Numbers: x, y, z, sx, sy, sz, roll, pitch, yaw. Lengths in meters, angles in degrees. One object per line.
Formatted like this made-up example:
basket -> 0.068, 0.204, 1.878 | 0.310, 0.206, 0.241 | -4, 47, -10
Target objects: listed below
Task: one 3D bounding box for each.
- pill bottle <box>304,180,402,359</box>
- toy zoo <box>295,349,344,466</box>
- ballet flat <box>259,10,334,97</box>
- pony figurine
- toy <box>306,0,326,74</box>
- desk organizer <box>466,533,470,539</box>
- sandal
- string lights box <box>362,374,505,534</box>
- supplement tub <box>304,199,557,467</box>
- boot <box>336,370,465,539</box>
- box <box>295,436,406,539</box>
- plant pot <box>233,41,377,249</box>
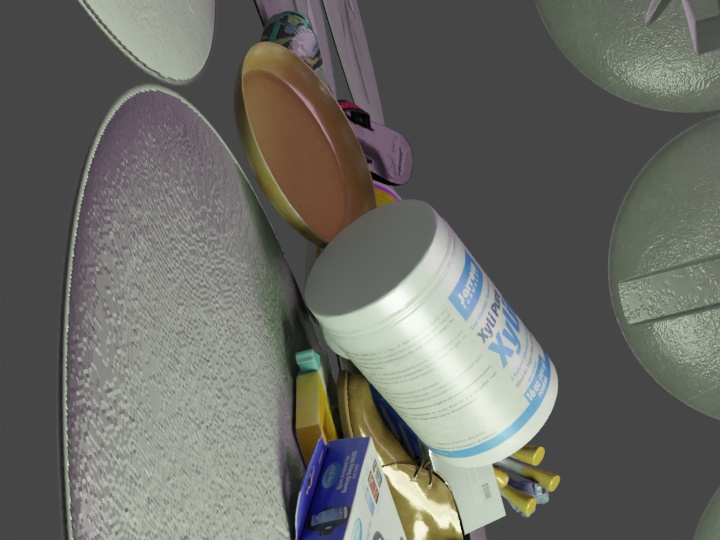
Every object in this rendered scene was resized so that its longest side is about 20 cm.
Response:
pill bottle -> 0.000, 0.000, 1.199 | 0.200, 0.104, 0.104 | -92, 166, -60
toy zoo -> -0.021, 0.155, 1.054 | 0.131, 0.020, 0.200 | -87, 162, -68
ballet flat -> -0.060, -0.161, 1.275 | 0.074, 0.074, 0.200 | -97, 168, -47
pony figurine -> 0.129, 0.214, 1.508 | 0.167, 0.200, 0.193 | -59, 150, -14
toy -> -0.053, -0.190, 1.408 | 0.200, 0.047, 0.115 | 74, 3, -45
desk organizer -> 0.096, 0.351, 1.403 | 0.200, 0.072, 0.077 | -94, 170, -55
sandal -> -0.011, -0.130, 1.235 | 0.200, 0.045, 0.075 | 13, 76, -43
string lights box -> 0.066, 0.171, 1.276 | 0.200, 0.059, 0.103 | 35, -36, 65
supplement tub -> 0.061, 0.055, 1.049 | 0.200, 0.132, 0.132 | 50, 20, -31
boot -> 0.033, 0.166, 1.070 | 0.074, 0.075, 0.200 | -74, 146, -68
box -> 0.002, 0.219, 0.947 | 0.119, 0.041, 0.200 | -72, 151, -55
plant pot -> -0.050, -0.101, 1.109 | 0.200, 0.027, 0.200 | 44, 32, -37
